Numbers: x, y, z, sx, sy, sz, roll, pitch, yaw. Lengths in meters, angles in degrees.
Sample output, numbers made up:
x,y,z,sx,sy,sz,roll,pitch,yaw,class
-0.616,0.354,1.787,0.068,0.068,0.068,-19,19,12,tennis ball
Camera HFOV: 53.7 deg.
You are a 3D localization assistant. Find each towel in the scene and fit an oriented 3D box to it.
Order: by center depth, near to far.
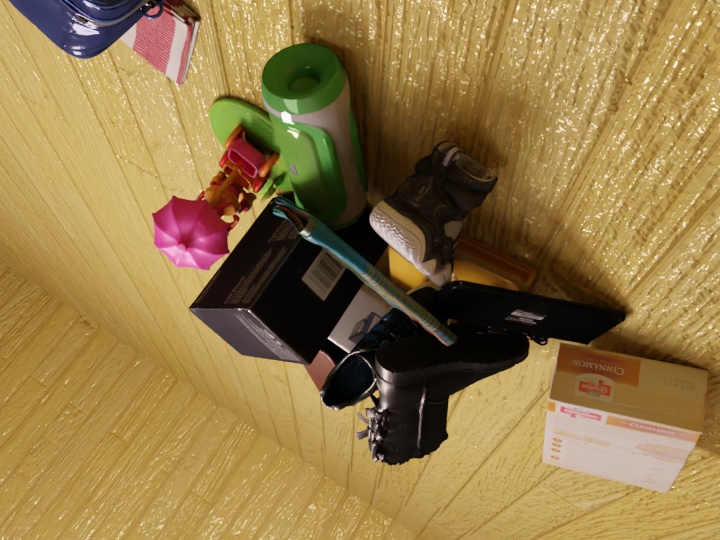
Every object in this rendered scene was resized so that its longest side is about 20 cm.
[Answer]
x,y,z,sx,sy,sz,roll,pitch,yaw,class
0.000,0.000,0.731,0.200,0.022,0.147,40,179,-24,towel
-0.270,-0.300,0.784,0.200,0.023,0.144,38,157,-8,towel

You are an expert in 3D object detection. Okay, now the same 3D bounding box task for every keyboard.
x,y,z,sx,sy,sz,roll,pitch,yaw,class
0.167,0.037,0.747,0.198,0.040,0.104,12,150,-16,keyboard

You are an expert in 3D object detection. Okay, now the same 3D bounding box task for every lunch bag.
x,y,z,sx,sy,sz,roll,pitch,yaw,class
-0.252,-0.295,0.621,0.200,0.136,0.132,42,156,-16,lunch bag

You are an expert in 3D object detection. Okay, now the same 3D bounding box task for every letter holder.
x,y,z,sx,sy,sz,roll,pitch,yaw,class
-0.013,0.146,1.188,0.141,0.101,0.201,20,153,26,letter holder

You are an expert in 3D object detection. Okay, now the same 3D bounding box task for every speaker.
x,y,z,sx,sy,sz,roll,pitch,yaw,class
-0.041,-0.127,0.724,0.088,0.089,0.201,25,155,22,speaker

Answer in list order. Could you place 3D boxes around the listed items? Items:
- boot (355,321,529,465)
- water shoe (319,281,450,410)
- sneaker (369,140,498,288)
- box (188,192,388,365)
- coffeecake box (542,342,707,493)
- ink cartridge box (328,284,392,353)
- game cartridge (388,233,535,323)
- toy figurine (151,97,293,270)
x,y,z,sx,sy,sz,roll,pitch,yaw,class
0.094,0.147,0.835,0.074,0.196,0.164,-119,24,-48,boot
0.033,0.098,0.846,0.071,0.200,0.079,44,-165,6,water shoe
0.082,-0.053,0.687,0.075,0.114,0.200,41,-178,19,sneaker
-0.088,0.003,0.887,0.104,0.201,0.181,45,155,-25,box
0.294,0.173,0.817,0.152,0.074,0.201,10,149,18,coffeecake box
0.043,0.091,0.967,0.199,0.088,0.145,35,-178,4,ink cartridge box
0.116,0.019,0.864,0.175,0.033,0.200,28,158,17,game cartridge
-0.180,-0.081,0.873,0.150,0.185,0.200,38,157,-7,toy figurine
